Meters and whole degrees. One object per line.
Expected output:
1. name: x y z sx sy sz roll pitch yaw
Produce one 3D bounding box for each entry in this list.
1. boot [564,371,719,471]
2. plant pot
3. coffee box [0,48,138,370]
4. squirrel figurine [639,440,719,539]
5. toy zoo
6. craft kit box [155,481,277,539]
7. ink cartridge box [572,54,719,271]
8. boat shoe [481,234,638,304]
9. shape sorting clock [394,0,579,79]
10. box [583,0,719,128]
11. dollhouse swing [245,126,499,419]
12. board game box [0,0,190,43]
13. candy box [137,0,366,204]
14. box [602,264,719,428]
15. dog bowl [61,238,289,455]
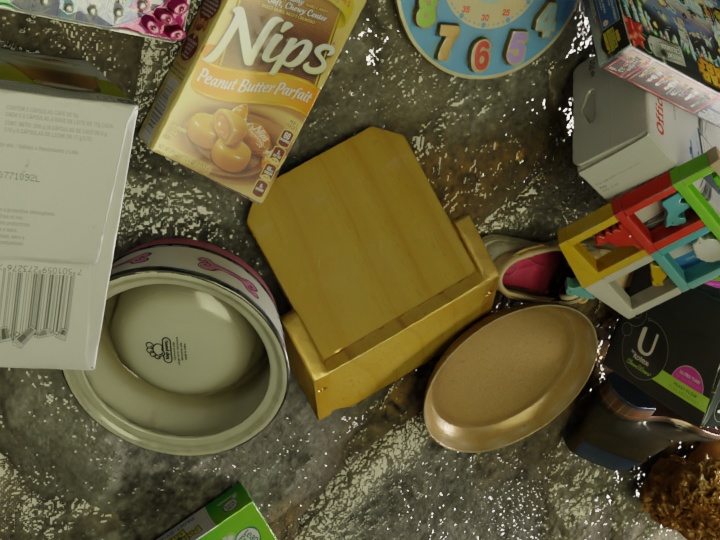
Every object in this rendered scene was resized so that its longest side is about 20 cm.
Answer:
1. boot: 0.315 0.175 1.414 0.198 0.075 0.097 19 122 -33
2. plant pot: 0.149 0.105 1.291 0.197 0.028 0.202 -16 135 -16
3. coffee box: -0.296 -0.058 0.949 0.197 0.198 0.203 5 107 -25
4. squirrel figurine: 0.420 0.277 1.419 0.197 0.187 0.143 14 105 -28
5. toy zoo: 0.275 -0.024 1.187 0.198 0.021 0.131 -29 128 28
6. craft kit box: -0.152 0.344 1.270 0.196 0.048 0.202 -35 121 -11
7. ink cartridge box: 0.295 -0.108 1.224 0.085 0.148 0.199 -25 131 35
8. boat shoe: 0.204 0.006 1.279 0.197 0.069 0.075 0 111 -24
9. shape sorting clock: 0.121 -0.271 1.147 0.197 0.039 0.203 -9 113 -21
10. box: 0.282 -0.221 1.173 0.198 0.139 0.040 16 146 -39
11. dollhouse swing: 0.000 0.000 1.204 0.198 0.177 0.182 -30 161 -11
12. board game box: -0.211 -0.293 0.993 0.197 0.026 0.203 6 107 -27
13. candy box: -0.092 -0.173 1.079 0.114 0.055 0.202 24 99 -30
14. box: 0.382 0.076 1.325 0.198 0.148 0.126 5 109 -39
15. dog bowl: -0.155 0.061 1.095 0.196 0.074 0.203 2 126 3
